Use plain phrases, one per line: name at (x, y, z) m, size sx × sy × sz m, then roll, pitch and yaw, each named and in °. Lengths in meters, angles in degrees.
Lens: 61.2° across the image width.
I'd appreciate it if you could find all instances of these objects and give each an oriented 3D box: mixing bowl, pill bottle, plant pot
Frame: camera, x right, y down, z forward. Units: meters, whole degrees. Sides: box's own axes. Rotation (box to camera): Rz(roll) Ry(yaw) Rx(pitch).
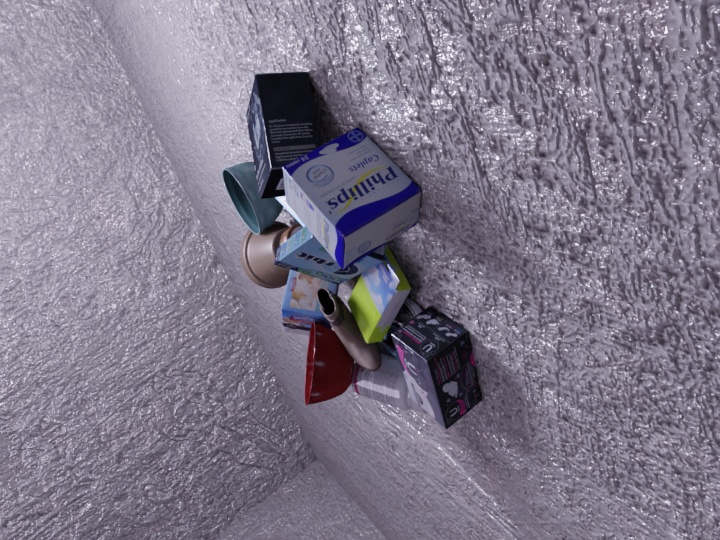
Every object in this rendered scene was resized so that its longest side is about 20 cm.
mixing bowl at (-0.075, 0.234, 1.498) m, size 0.200 × 0.106 × 0.205 m, roll -173°, pitch 90°, yaw -81°
pill bottle at (0.085, 0.273, 1.488) m, size 0.197 × 0.114 × 0.115 m, roll 12°, pitch 135°, yaw 32°
plant pot at (-0.233, -0.057, 1.770) m, size 0.174 × 0.199 × 0.203 m, roll -14°, pitch 107°, yaw 60°
plant pot at (-0.282, -0.223, 1.718) m, size 0.201 × 0.133 × 0.202 m, roll 49°, pitch 158°, yaw 27°

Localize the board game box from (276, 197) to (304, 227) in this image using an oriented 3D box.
board game box at (-0.142, -0.207, 1.431) m, size 0.200 × 0.034 × 0.136 m, roll 45°, pitch 114°, yaw 35°

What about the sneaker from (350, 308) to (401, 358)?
sneaker at (0.059, 0.130, 1.442) m, size 0.199 × 0.080 × 0.096 m, roll 40°, pitch 174°, yaw 4°

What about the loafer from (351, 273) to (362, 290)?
loafer at (0.000, 0.000, 1.441) m, size 0.071 × 0.072 × 0.201 m, roll 52°, pitch 158°, yaw 19°

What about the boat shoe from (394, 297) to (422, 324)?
boat shoe at (0.078, 0.089, 1.388) m, size 0.199 × 0.067 × 0.074 m, roll 43°, pitch 155°, yaw 37°

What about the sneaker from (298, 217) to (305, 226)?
sneaker at (-0.057, -0.102, 1.332) m, size 0.197 × 0.077 × 0.104 m, roll 22°, pitch 180°, yaw -18°

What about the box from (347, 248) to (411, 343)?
box at (0.041, 0.048, 1.334) m, size 0.123 × 0.047 × 0.202 m, roll 62°, pitch 141°, yaw 35°

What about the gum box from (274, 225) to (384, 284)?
gum box at (-0.069, -0.035, 1.301) m, size 0.199 × 0.167 × 0.045 m, roll -29°, pitch 49°, yaw 55°

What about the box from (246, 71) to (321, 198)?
box at (-0.165, -0.281, 1.294) m, size 0.196 × 0.115 × 0.204 m, roll 145°, pitch 116°, yaw -70°

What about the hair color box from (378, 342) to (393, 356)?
hair color box at (0.049, 0.194, 1.619) m, size 0.202 × 0.060 × 0.099 m, roll 59°, pitch 160°, yaw 0°

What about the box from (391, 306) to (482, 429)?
box at (0.161, 0.205, 1.286) m, size 0.132 × 0.114 × 0.203 m, roll 32°, pitch 147°, yaw 50°

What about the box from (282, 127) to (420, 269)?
box at (-0.017, -0.138, 1.129) m, size 0.200 × 0.182 × 0.106 m, roll 48°, pitch 156°, yaw 25°

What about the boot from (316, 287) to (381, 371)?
boot at (-0.035, 0.130, 1.398) m, size 0.200 × 0.070 × 0.147 m, roll 49°, pitch 177°, yaw 41°

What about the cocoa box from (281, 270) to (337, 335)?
cocoa box at (-0.125, 0.053, 1.597) m, size 0.132 × 0.130 × 0.203 m, roll 98°, pitch -179°, yaw -60°

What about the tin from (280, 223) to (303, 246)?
tin at (-0.099, -0.047, 1.450) m, size 0.042 × 0.197 × 0.114 m, roll -30°, pitch 59°, yaw 44°
